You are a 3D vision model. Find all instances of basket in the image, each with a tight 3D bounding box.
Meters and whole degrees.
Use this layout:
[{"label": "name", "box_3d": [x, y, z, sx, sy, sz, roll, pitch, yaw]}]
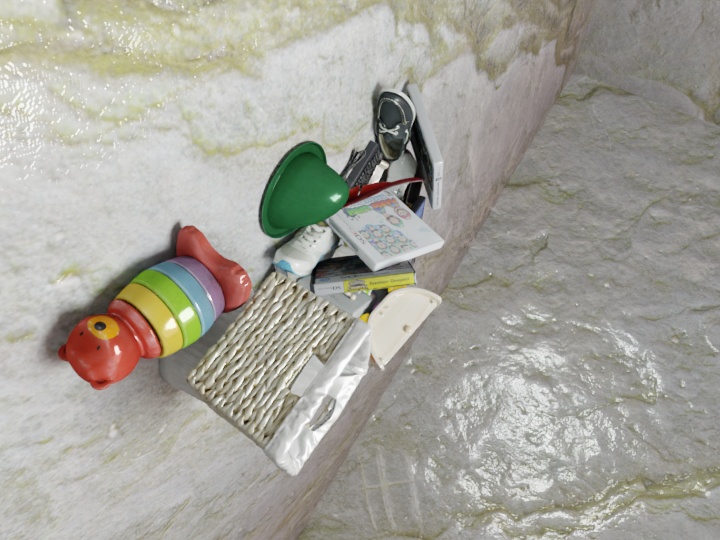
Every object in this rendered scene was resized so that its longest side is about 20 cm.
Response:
[{"label": "basket", "box_3d": [-0.100, 0.143, 0.690, 0.198, 0.161, 0.200, -53, 167, -23]}]

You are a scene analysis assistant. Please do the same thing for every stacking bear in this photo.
[{"label": "stacking bear", "box_3d": [-0.247, 0.055, 0.603, 0.200, 0.121, 0.114, -41, 166, -41]}]

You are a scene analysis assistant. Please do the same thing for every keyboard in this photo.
[{"label": "keyboard", "box_3d": [-0.018, -0.173, 1.029, 0.200, 0.021, 0.127, -60, 163, -3]}]

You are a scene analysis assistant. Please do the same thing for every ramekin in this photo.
[{"label": "ramekin", "box_3d": [-0.210, 0.125, 0.821, 0.200, 0.105, 0.200, -51, 161, -26]}]

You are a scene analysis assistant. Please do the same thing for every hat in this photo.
[{"label": "hat", "box_3d": [-0.035, -0.104, 0.823, 0.200, 0.176, 0.166, -63, 162, 10]}]

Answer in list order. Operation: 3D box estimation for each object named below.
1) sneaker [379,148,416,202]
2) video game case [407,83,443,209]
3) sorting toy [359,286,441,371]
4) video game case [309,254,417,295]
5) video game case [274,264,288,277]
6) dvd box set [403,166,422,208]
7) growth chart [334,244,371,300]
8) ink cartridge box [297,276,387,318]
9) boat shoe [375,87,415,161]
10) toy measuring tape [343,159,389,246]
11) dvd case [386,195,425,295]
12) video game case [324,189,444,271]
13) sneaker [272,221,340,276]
[{"label": "sneaker", "box_3d": [0.071, -0.190, 1.166, 0.200, 0.077, 0.082, -56, -166, 33]}, {"label": "video game case", "box_3d": [0.136, -0.257, 1.074, 0.023, 0.200, 0.182, -14, 157, 2]}, {"label": "sorting toy", "box_3d": [0.063, 0.127, 1.130, 0.200, 0.107, 0.180, -46, 170, -19]}, {"label": "video game case", "box_3d": [0.000, 0.000, 0.945, 0.200, 0.181, 0.026, -103, -174, -76]}, {"label": "video game case", "box_3d": [-0.136, 0.112, 0.941, 0.023, 0.182, 0.200, -7, 141, -14]}, {"label": "dvd box set", "box_3d": [0.106, -0.157, 1.243, 0.200, 0.029, 0.146, 116, -8, -59]}, {"label": "growth chart", "box_3d": [-0.014, -0.001, 1.118, 0.018, 0.145, 0.200, -55, 170, 30]}, {"label": "ink cartridge box", "box_3d": [-0.051, 0.086, 1.137, 0.200, 0.145, 0.145, -28, 144, -60]}, {"label": "boat shoe", "box_3d": [0.065, -0.279, 0.997, 0.200, 0.076, 0.060, 54, 57, -70]}, {"label": "toy measuring tape", "box_3d": [0.018, -0.138, 1.091, 0.200, 0.074, 0.074, -62, 163, 10]}, {"label": "dvd case", "box_3d": [0.100, -0.049, 1.127, 0.143, 0.018, 0.200, -54, 157, -42]}, {"label": "video game case", "box_3d": [0.037, -0.087, 0.966, 0.200, 0.182, 0.024, -19, 146, -43]}, {"label": "sneaker", "box_3d": [-0.094, -0.050, 0.928, 0.081, 0.076, 0.200, -67, 171, 25]}]
